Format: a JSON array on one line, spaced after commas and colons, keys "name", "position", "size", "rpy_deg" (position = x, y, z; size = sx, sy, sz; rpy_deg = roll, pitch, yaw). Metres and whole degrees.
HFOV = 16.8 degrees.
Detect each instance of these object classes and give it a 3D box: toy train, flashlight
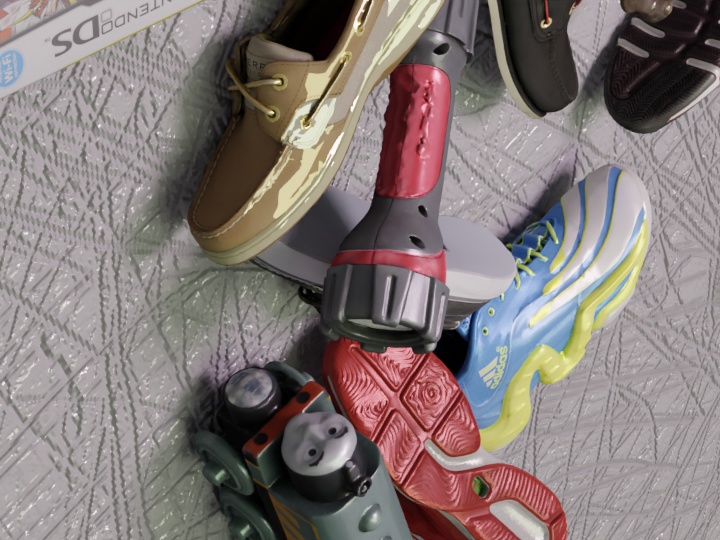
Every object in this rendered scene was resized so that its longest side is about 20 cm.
[{"name": "toy train", "position": [-0.020, 0.136, 1.365], "size": [0.085, 0.114, 0.201], "rpy_deg": [-43, 141, -23]}, {"name": "flashlight", "position": [0.023, -0.060, 1.266], "size": [0.068, 0.068, 0.201], "rpy_deg": [16, 73, -28]}]

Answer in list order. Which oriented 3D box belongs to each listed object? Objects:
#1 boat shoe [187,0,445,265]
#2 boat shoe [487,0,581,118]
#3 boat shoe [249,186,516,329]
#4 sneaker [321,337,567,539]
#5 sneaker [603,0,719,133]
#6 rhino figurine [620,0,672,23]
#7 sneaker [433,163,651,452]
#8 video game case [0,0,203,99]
[{"name": "boat shoe", "position": [-0.034, -0.098, 1.235], "size": [0.066, 0.074, 0.201], "rpy_deg": [38, 81, -42]}, {"name": "boat shoe", "position": [0.097, -0.161, 1.334], "size": [0.202, 0.063, 0.074], "rpy_deg": [72, 16, -46]}, {"name": "boat shoe", "position": [0.000, 0.000, 1.345], "size": [0.199, 0.070, 0.066], "rpy_deg": [5, 134, -47]}, {"name": "sneaker", "position": [0.022, 0.113, 1.434], "size": [0.200, 0.115, 0.078], "rpy_deg": [50, 60, -22]}, {"name": "sneaker", "position": [0.233, -0.147, 1.522], "size": [0.200, 0.075, 0.116], "rpy_deg": [-54, 147, -11]}, {"name": "rhino figurine", "position": [0.167, -0.248, 1.381], "size": [0.087, 0.060, 0.201], "rpy_deg": [13, 100, -43]}, {"name": "sneaker", "position": [0.099, 0.016, 1.465], "size": [0.105, 0.076, 0.201], "rpy_deg": [29, 91, -54]}, {"name": "video game case", "position": [-0.123, -0.190, 1.090], "size": [0.180, 0.025, 0.201], "rpy_deg": [-31, 135, -35]}]
